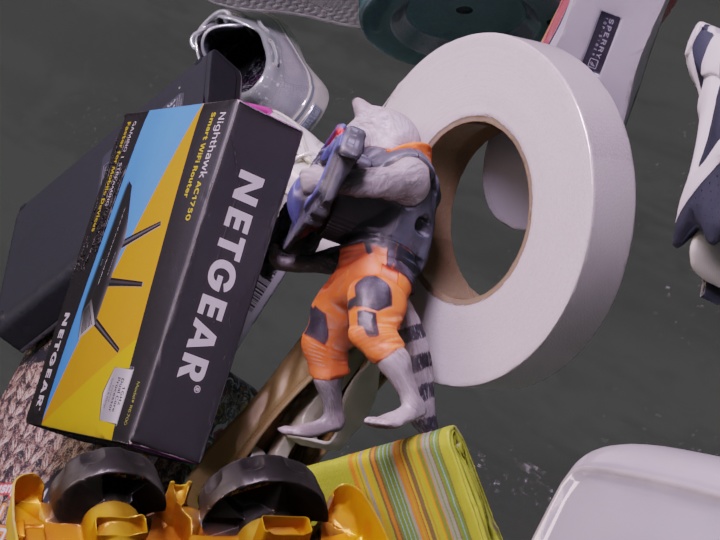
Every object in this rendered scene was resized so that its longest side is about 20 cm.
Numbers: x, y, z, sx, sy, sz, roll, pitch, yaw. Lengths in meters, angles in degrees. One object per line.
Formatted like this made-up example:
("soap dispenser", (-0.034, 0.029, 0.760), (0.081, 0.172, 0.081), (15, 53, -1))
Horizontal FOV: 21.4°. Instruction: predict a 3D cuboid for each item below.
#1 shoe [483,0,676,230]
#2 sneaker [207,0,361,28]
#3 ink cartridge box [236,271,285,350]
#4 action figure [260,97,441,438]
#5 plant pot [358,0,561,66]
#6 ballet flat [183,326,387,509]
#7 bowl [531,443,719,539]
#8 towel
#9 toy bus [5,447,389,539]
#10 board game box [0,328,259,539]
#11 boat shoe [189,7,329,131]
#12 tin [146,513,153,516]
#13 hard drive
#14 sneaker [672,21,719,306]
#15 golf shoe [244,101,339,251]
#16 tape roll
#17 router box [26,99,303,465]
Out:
("shoe", (0.138, -0.119, 1.132), (0.201, 0.071, 0.091), (-67, -10, 17))
("sneaker", (-0.060, -0.255, 1.415), (0.200, 0.074, 0.119), (16, 64, 9))
("ink cartridge box", (-0.136, 0.000, 1.357), (0.109, 0.050, 0.200), (-57, 33, -7))
("action figure", (0.000, 0.000, 1.090), (0.200, 0.104, 0.194), (148, 130, -73))
("plant pot", (0.069, -0.237, 1.218), (0.200, 0.200, 0.189), (-18, 61, 40))
("ballet flat", (-0.044, 0.104, 1.142), (0.063, 0.069, 0.200), (31, 85, 46))
("bowl", (0.135, 0.169, 0.863), (0.200, 0.075, 0.200), (10, 68, 51))
("towel", (-0.008, 0.145, 1.058), (0.200, 0.018, 0.086), (-19, 89, 40))
("toy bus", (-0.098, 0.203, 1.004), (0.136, 0.199, 0.192), (-107, 31, -45))
("board game box", (-0.176, 0.141, 1.233), (0.159, 0.097, 0.200), (3, 62, 51))
("boat shoe", (-0.087, -0.163, 1.426), (0.070, 0.071, 0.201), (-48, 34, 6))
("tin", (-0.143, 0.223, 1.087), (0.042, 0.112, 0.201), (20, 92, 38))
("hard drive", (-0.163, -0.048, 1.280), (0.200, 0.033, 0.140), (-36, 31, 24))
("sneaker", (0.195, -0.051, 0.982), (0.199, 0.079, 0.130), (-125, 56, -72))
("golf shoe", (-0.045, -0.059, 1.267), (0.075, 0.091, 0.200), (-53, 35, -3))
("tape roll", (0.071, -0.033, 1.081), (0.202, 0.037, 0.204), (-10, 78, 51))
("router box", (-0.116, 0.005, 1.106), (0.149, 0.051, 0.201), (1, 72, 58))
